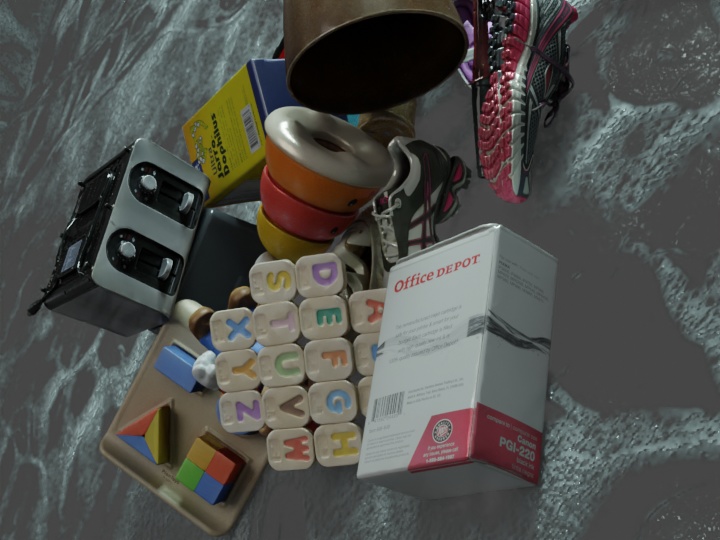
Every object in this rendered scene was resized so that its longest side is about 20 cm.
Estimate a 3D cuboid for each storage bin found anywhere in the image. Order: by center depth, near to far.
[{"bbox_3d":[-0.165,0.023,1.282,0.145,0.133,0.202,13,80,59],"label":"storage bin"}]

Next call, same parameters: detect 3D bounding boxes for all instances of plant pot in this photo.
[{"bbox_3d":[-0.003,-0.293,1.094,0.186,0.185,0.202,-31,64,42],"label":"plant pot"}]

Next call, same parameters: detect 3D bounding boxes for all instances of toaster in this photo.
[{"bbox_3d":[-0.274,-0.029,1.238,0.199,0.118,0.183,-20,50,53],"label":"toaster"}]

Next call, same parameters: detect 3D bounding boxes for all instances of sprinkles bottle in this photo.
[{"bbox_3d":[0.036,-0.231,1.222,0.068,0.068,0.202,-28,46,45],"label":"sprinkles bottle"}]

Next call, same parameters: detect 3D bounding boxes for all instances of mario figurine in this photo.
[{"bbox_3d":[-0.091,0.094,1.100,0.124,0.106,0.200,-47,61,5],"label":"mario figurine"}]

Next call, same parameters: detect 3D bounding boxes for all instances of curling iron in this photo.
[{"bbox_3d":[0.117,-0.191,1.048,0.050,0.025,0.203,-2,-87,-84],"label":"curling iron"}]

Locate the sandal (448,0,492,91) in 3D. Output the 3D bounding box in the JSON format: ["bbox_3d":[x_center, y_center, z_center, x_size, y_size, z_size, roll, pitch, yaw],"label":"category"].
[{"bbox_3d":[0.117,-0.236,1.118,0.083,0.049,0.203,-57,31,13],"label":"sandal"}]

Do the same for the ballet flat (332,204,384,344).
[{"bbox_3d":[0.000,0.000,1.113,0.067,0.062,0.202,-40,38,36],"label":"ballet flat"}]

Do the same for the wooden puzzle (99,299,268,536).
[{"bbox_3d":[-0.178,0.160,1.180,0.184,0.046,0.202,31,93,16],"label":"wooden puzzle"}]

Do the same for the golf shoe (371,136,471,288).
[{"bbox_3d":[0.041,-0.032,1.051,0.077,0.087,0.202,-12,60,51],"label":"golf shoe"}]

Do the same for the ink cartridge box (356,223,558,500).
[{"bbox_3d":[0.082,0.080,0.906,0.145,0.084,0.202,-21,52,49],"label":"ink cartridge box"}]

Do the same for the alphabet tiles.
[{"bbox_3d":[-0.052,0.088,1.032,0.193,0.015,0.203,-7,88,16],"label":"alphabet tiles"}]

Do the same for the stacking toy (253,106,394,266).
[{"bbox_3d":[-0.062,-0.059,1.143,0.202,0.144,0.147,-65,28,25],"label":"stacking toy"}]

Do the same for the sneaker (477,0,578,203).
[{"bbox_3d":[0.157,-0.161,0.987,0.081,0.074,0.203,167,112,-76],"label":"sneaker"}]

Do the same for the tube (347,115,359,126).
[{"bbox_3d":[-0.040,-0.158,1.313,0.199,0.050,0.078,0,69,52],"label":"tube"}]

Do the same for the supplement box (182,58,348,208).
[{"bbox_3d":[-0.114,-0.160,1.270,0.199,0.108,0.111,-28,75,53],"label":"supplement box"}]

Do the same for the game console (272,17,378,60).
[{"bbox_3d":[-0.015,-0.298,1.296,0.200,0.118,0.174,-53,54,48],"label":"game console"}]
